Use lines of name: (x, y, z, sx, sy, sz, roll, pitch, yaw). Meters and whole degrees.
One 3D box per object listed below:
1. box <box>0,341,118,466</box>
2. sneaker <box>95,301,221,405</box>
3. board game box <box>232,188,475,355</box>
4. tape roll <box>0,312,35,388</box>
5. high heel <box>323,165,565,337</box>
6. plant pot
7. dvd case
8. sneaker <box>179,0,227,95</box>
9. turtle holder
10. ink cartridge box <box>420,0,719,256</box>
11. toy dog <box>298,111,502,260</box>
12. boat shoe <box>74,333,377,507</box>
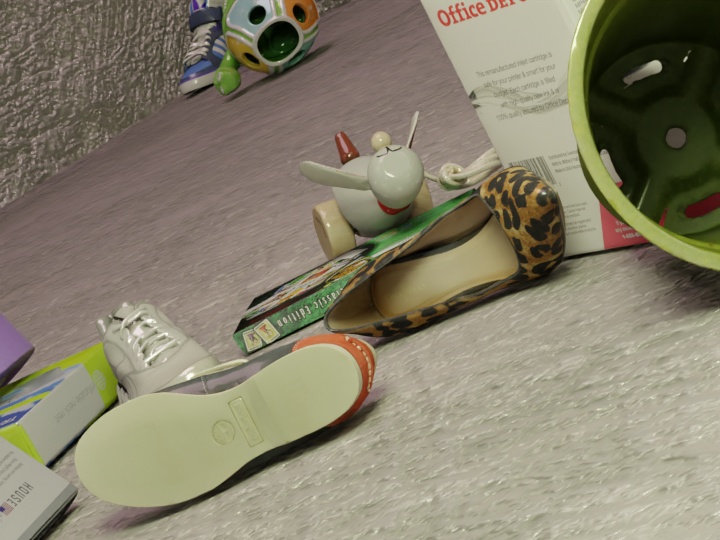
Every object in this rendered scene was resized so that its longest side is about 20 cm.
box: (-0.267, 0.126, 1.928, 0.121, 0.048, 0.200, -24, 10, 25)
sneaker: (-0.151, 0.067, 1.822, 0.075, 0.081, 0.200, -29, 11, -16)
board game box: (0.000, 0.000, 1.908, 0.199, 0.024, 0.105, -26, 8, 14)
tape roll: (-0.353, 0.111, 2.001, 0.200, 0.066, 0.200, -45, -1, -1)
high heel: (0.054, -0.003, 1.622, 0.142, 0.072, 0.200, -26, -5, -16)
plant pot: (0.200, -0.087, 1.432, 0.199, 0.201, 0.190, -29, -3, -8)
dvd case: (-0.298, 0.126, 1.633, 0.025, 0.199, 0.150, -58, -4, 26)
sneaker: (-0.267, -0.390, 4.182, 0.080, 0.147, 0.200, -20, 13, 38)
turtle holder: (-0.149, -0.357, 3.746, 0.184, 0.142, 0.132, -19, 27, -1)
ink cartridge box: (0.143, -0.119, 1.607, 0.084, 0.201, 0.145, -33, 12, -29)
toy dog: (0.011, -0.081, 1.951, 0.131, 0.097, 0.200, -21, -9, -31)
boat shoe: (-0.082, 0.090, 1.547, 0.199, 0.072, 0.063, -23, 5, 16)
